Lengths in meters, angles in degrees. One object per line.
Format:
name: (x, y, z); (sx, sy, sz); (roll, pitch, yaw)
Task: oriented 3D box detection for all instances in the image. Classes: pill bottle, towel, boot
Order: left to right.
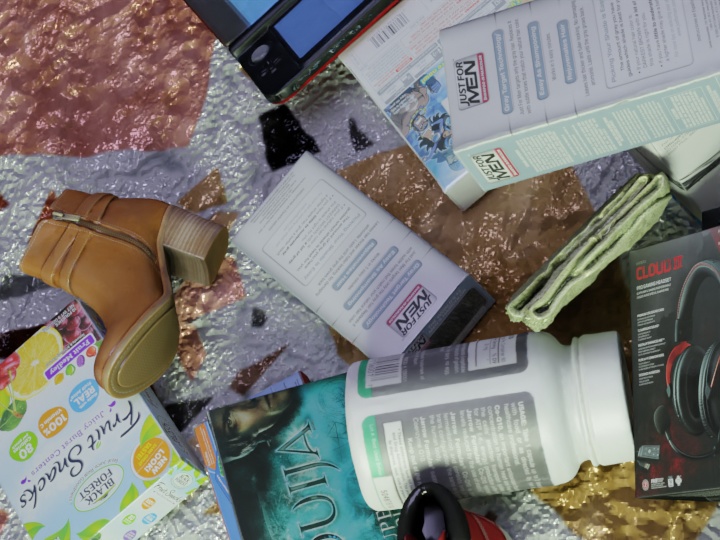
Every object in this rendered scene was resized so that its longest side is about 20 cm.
boot: (-0.216, 0.015, 1.720); (0.155, 0.074, 0.200); (15, 46, 16)
boot: (0.073, 0.253, 1.449); (0.072, 0.144, 0.200); (-19, 61, 17)
pill bottle: (0.096, 0.106, 1.513); (0.200, 0.113, 0.113); (-9, 62, 10)
towel: (0.166, -0.012, 1.510); (0.148, 0.200, 0.036); (-44, 88, 3)

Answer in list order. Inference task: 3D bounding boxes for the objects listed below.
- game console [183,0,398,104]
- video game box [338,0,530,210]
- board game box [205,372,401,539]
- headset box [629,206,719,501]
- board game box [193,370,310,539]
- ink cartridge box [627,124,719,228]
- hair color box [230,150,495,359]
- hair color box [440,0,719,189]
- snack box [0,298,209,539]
game console: (-0.054, -0.267, 1.771); (0.200, 0.119, 0.172); (-42, 31, 4)
video game box: (0.107, -0.176, 1.696); (0.200, 0.047, 0.182); (-39, 53, 6)
board game box: (-0.030, 0.177, 1.578); (0.135, 0.028, 0.200); (-15, 57, -6)
headset box: (0.257, 0.054, 1.426); (0.149, 0.075, 0.200); (-17, 70, 59)
board game box: (-0.057, 0.185, 1.624); (0.103, 0.019, 0.200); (-28, 57, 11)
ink cartridge box: (0.224, -0.124, 1.517); (0.084, 0.200, 0.145); (-42, 55, 4)
hair color box: (0.000, 0.000, 1.658); (0.099, 0.061, 0.200); (-50, 54, -2)
hair color box: (0.159, -0.134, 1.387); (0.200, 0.061, 0.099); (-15, 60, 18)
snack box: (-0.232, 0.139, 1.715); (0.142, 0.053, 0.200); (-41, 54, 5)
